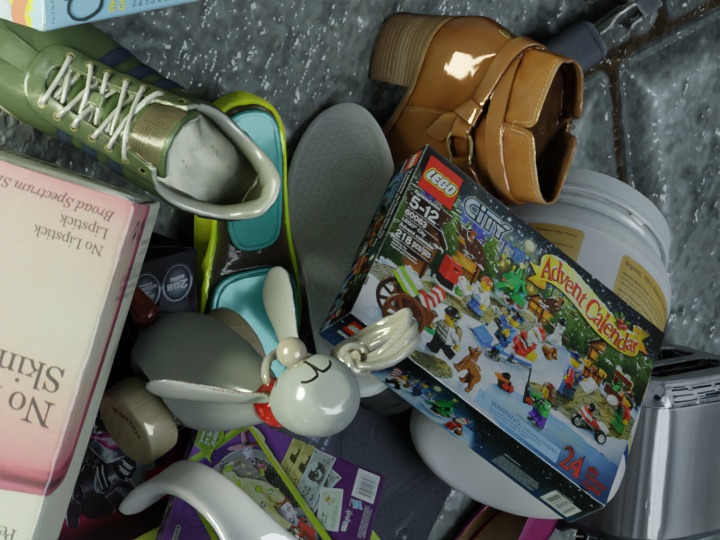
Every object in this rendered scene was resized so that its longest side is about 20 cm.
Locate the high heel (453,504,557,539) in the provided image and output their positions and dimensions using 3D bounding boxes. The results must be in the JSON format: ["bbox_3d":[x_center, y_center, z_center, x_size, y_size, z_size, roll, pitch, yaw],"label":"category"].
[{"bbox_3d":[0.074,0.204,1.625,0.199,0.067,0.097,-22,129,-44],"label":"high heel"}]

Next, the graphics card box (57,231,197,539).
[{"bbox_3d":[-0.155,0.087,1.373,0.125,0.051,0.202,-16,114,-40],"label":"graphics card box"}]

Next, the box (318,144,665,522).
[{"bbox_3d":[0.083,0.038,1.398,0.199,0.038,0.137,37,53,-17],"label":"box"}]

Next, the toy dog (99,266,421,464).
[{"bbox_3d":[-0.077,0.043,1.284,0.097,0.199,0.132,59,41,-17],"label":"toy dog"}]

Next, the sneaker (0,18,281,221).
[{"bbox_3d":[-0.124,-0.086,1.274,0.199,0.090,0.067,32,85,-28],"label":"sneaker"}]

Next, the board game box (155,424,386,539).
[{"bbox_3d":[-0.063,0.178,1.329,0.119,0.032,0.201,26,48,-10],"label":"board game box"}]

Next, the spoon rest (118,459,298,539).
[{"bbox_3d":[-0.050,0.180,1.276,0.099,0.200,0.061,-32,162,-39],"label":"spoon rest"}]

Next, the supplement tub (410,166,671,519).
[{"bbox_3d":[0.125,0.046,1.542,0.145,0.143,0.201,55,44,-41],"label":"supplement tub"}]

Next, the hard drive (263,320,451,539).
[{"bbox_3d":[-0.012,0.119,1.533,0.200,0.042,0.136,32,81,-46],"label":"hard drive"}]

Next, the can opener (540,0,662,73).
[{"bbox_3d":[0.132,-0.161,1.585,0.199,0.053,0.067,-35,94,-31],"label":"can opener"}]

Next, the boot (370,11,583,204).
[{"bbox_3d":[0.066,-0.058,1.466,0.073,0.154,0.202,-13,113,-42],"label":"boot"}]

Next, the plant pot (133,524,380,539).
[{"bbox_3d":[-0.073,0.266,1.396,0.198,0.200,0.182,-23,156,-38],"label":"plant pot"}]

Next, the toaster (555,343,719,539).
[{"bbox_3d":[0.216,0.130,1.718,0.199,0.113,0.130,-6,105,-45],"label":"toaster"}]

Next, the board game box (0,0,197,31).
[{"bbox_3d":[-0.122,-0.204,1.263,0.199,0.103,0.106,-17,116,-41],"label":"board game box"}]

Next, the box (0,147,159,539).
[{"bbox_3d":[-0.198,0.038,1.233,0.109,0.127,0.202,-69,176,-88],"label":"box"}]

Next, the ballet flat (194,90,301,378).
[{"bbox_3d":[-0.074,-0.010,1.406,0.066,0.067,0.202,-6,106,-23],"label":"ballet flat"}]

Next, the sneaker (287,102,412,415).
[{"bbox_3d":[0.000,0.000,1.456,0.099,0.070,0.202,62,19,-63],"label":"sneaker"}]
